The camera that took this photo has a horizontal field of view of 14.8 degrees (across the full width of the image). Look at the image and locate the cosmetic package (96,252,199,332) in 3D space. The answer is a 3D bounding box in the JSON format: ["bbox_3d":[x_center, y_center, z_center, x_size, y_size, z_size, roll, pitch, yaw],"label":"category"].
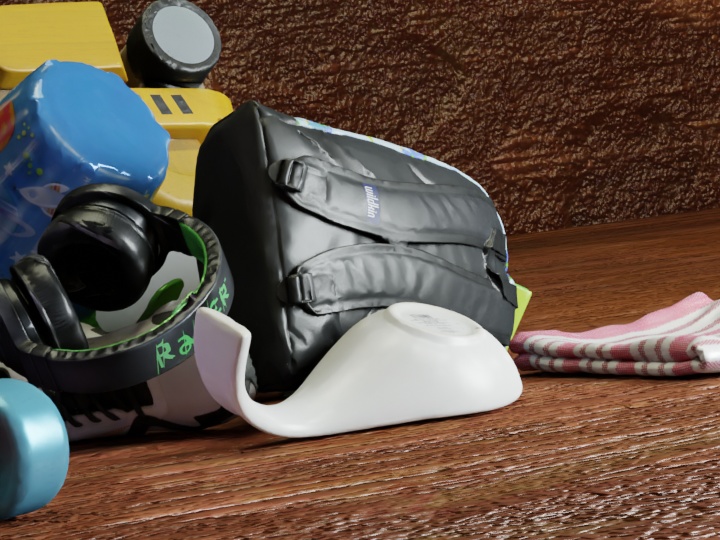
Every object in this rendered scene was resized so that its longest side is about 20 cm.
[{"bbox_3d":[-0.163,0.036,1.723,0.199,0.051,0.083,-20,-9,-2],"label":"cosmetic package"}]

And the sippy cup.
[{"bbox_3d":[-0.181,-0.047,1.614,0.177,0.140,0.130,28,-55,-22],"label":"sippy cup"}]

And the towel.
[{"bbox_3d":[0.194,0.036,1.577,0.146,0.030,0.200,-9,4,-29],"label":"towel"}]

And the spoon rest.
[{"bbox_3d":[-0.003,0.052,1.426,0.199,0.061,0.099,2,19,-41],"label":"spoon rest"}]

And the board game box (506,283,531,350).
[{"bbox_3d":[0.006,-0.008,1.791,0.199,0.048,0.102,24,1,-4],"label":"board game box"}]

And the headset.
[{"bbox_3d":[-0.161,-0.003,1.474,0.199,0.094,0.124,13,47,37],"label":"headset"}]

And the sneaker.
[{"bbox_3d":[-0.137,0.066,1.512,0.199,0.074,0.080,-11,14,45],"label":"sneaker"}]

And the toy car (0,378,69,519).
[{"bbox_3d":[-0.245,0.020,1.172,0.176,0.201,0.184,-5,3,35],"label":"toy car"}]

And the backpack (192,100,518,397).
[{"bbox_3d":[0.000,0.000,1.574,0.199,0.164,0.154,-1,-16,-34],"label":"backpack"}]

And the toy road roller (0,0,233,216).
[{"bbox_3d":[-0.170,-0.079,1.729,0.199,0.147,0.123,-3,-28,-32],"label":"toy road roller"}]
